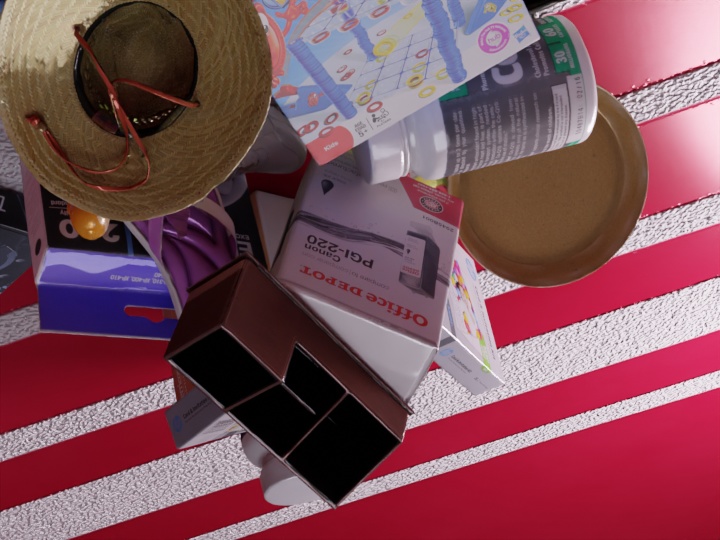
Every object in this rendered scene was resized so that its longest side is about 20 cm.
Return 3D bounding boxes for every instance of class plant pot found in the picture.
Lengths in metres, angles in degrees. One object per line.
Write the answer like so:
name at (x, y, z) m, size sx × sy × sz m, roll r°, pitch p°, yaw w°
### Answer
plant pot at (0.174, -0.085, 1.225) m, size 0.198 × 0.027 × 0.202 m, roll -3°, pitch 105°, yaw -11°

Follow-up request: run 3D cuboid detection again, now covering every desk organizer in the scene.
desk organizer at (-0.053, 0.089, 0.998) m, size 0.071 × 0.077 × 0.200 m, roll -29°, pitch 119°, yaw 33°

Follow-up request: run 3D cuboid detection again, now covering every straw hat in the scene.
straw hat at (-0.152, -0.143, 0.896) m, size 0.199 × 0.085 × 0.203 m, roll 1°, pitch 112°, yaw 3°

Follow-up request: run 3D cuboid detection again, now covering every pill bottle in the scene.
pill bottle at (-0.083, 0.152, 1.443) m, size 0.111 × 0.202 × 0.113 m, roll -10°, pitch 150°, yaw -6°
pill bottle at (0.090, -0.142, 1.103) m, size 0.198 × 0.114 × 0.113 m, roll -15°, pitch 150°, yaw -9°

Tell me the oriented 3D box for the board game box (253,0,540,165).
board game box at (0.004, -0.203, 0.939) m, size 0.199 × 0.056 × 0.196 m, roll -30°, pitch 132°, yaw 7°

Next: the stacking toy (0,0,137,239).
stacking toy at (-0.205, -0.109, 0.964) m, size 0.109 × 0.202 × 0.116 m, roll -10°, pitch 148°, yaw -5°

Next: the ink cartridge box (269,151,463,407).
ink cartridge box at (0.000, 0.000, 1.096) m, size 0.144 × 0.201 × 0.085 m, roll 22°, pitch 132°, yaw -7°

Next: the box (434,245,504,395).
box at (0.080, 0.023, 1.328) m, size 0.041 × 0.157 × 0.200 m, roll -22°, pitch 148°, yaw 17°

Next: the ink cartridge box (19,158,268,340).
ink cartridge box at (-0.181, -0.031, 1.100) m, size 0.196 × 0.201 × 0.044 m, roll 5°, pitch 138°, yaw -27°

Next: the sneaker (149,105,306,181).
sneaker at (-0.134, -0.096, 1.112) m, size 0.198 × 0.100 × 0.078 m, roll 7°, pitch 148°, yaw -29°

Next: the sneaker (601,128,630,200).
sneaker at (0.199, -0.075, 1.311) m, size 0.089 × 0.079 × 0.200 m, roll 15°, pitch 134°, yaw -21°

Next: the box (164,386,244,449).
box at (-0.054, 0.097, 1.164) m, size 0.199 × 0.041 × 0.156 m, roll -7°, pitch 158°, yaw -42°

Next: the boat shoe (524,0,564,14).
boat shoe at (0.155, -0.242, 1.030) m, size 0.200 × 0.061 × 0.072 m, roll -18°, pitch 149°, yaw 7°

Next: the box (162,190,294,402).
box at (-0.102, 0.044, 1.305) m, size 0.106 × 0.153 × 0.200 m, roll 11°, pitch 141°, yaw -37°

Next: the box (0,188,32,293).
box at (-0.403, -0.014, 1.195) m, size 0.199 × 0.044 × 0.159 m, roll -35°, pitch 143°, yaw 31°

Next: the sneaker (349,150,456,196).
sneaker at (0.029, -0.093, 1.194) m, size 0.199 × 0.091 × 0.078 m, roll 22°, pitch 137°, yaw -40°

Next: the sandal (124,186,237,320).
sandal at (-0.135, -0.028, 1.037) m, size 0.082 × 0.204 × 0.050 m, roll -29°, pitch -169°, yaw -17°
